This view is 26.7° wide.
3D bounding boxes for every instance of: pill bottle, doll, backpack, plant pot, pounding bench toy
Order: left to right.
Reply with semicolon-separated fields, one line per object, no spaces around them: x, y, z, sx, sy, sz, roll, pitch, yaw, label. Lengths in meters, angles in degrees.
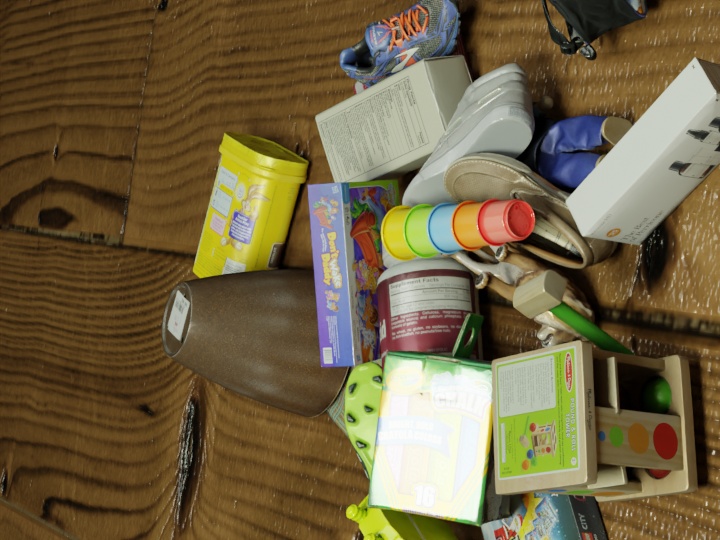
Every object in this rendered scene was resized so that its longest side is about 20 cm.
-0.138;0.075;1.884;0.187;0.199;0.188;-32;53;54;plant pot
0.076;0.054;1.671;0.114;0.114;0.202;-25;63;50;pill bottle
0.196;-0.116;1.593;0.199;0.048;0.138;4;81;56;doll
0.216;-0.348;1.504;0.153;0.200;0.191;-24;50;16;backpack
0.221;0.107;1.414;0.124;0.155;0.202;-20;67;53;pounding bench toy

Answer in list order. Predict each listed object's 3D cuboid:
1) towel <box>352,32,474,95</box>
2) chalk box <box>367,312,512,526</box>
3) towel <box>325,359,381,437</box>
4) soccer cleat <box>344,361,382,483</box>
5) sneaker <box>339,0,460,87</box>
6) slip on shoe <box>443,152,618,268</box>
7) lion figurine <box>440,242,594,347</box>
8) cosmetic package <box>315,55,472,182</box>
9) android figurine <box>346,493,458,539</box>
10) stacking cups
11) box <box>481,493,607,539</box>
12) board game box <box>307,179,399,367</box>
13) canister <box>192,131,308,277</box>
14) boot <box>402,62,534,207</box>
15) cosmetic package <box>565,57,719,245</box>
0.058;-0.229;1.842;0.200;0.023;0.145;-43;49;42;towel
0.091;0.142;1.518;0.123;0.124;0.202;6;87;20;chalk box
0.019;0.148;1.815;0.200;0.022;0.148;41;115;51;towel
0.030;0.203;1.711;0.067;0.081;0.201;-17;79;11;soccer cleat
0.047;-0.267;1.777;0.200;0.078;0.076;-37;53;47;sneaker
0.163;-0.057;1.542;0.199;0.061;0.076;29;135;22;slip on shoe
0.166;0.006;1.582;0.073;0.122;0.200;-58;24;16;lion figurine
0.045;-0.168;1.769;0.199;0.071;0.106;-19;87;47;cosmetic package
0.065;0.291;1.558;0.041;0.199;0.182;-50;40;11;android figurine
0.103;-0.042;1.546;0.199;0.060;0.061;-2;81;54;stacking cups
0.173;0.221;1.561;0.137;0.037;0.201;-43;50;42;box
0.000;0.000;1.713;0.044;0.134;0.202;-3;93;30;board game box
-0.152;-0.071;2.055;0.148;0.086;0.201;33;111;53;canister
0.118;-0.136;1.637;0.200;0.073;0.096;-40;32;40;boot
0.288;-0.107;1.430;0.200;0.082;0.051;-51;44;37;cosmetic package
